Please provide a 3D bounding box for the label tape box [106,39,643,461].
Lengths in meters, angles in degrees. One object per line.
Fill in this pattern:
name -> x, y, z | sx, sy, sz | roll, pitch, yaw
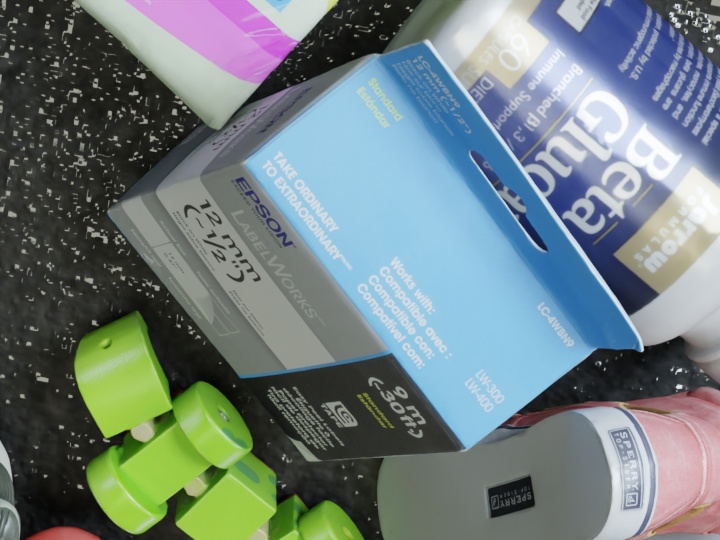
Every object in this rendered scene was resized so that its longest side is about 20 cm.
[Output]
label tape box -> 0.000, 0.000, 0.851 | 0.066, 0.200, 0.143 | -43, 104, -24

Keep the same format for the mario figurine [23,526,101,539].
mario figurine -> -0.138, 0.197, 1.001 | 0.123, 0.106, 0.200 | -9, 125, -32

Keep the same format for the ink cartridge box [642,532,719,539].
ink cartridge box -> 0.109, 0.158, 0.894 | 0.196, 0.200, 0.043 | -29, 118, 11

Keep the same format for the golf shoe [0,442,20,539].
golf shoe -> -0.230, 0.143, 0.964 | 0.200, 0.088, 0.077 | -34, 113, 10

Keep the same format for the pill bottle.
pill bottle -> 0.105, -0.040, 0.872 | 0.200, 0.111, 0.111 | 39, 107, -10

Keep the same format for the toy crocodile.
toy crocodile -> -0.055, 0.104, 0.963 | 0.068, 0.062, 0.200 | -38, 108, 14

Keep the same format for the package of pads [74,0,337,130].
package of pads -> -0.047, -0.180, 0.855 | 0.155, 0.068, 0.200 | 42, 104, -11

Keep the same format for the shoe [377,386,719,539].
shoe -> 0.088, 0.091, 0.908 | 0.091, 0.200, 0.072 | -2, 80, -28
